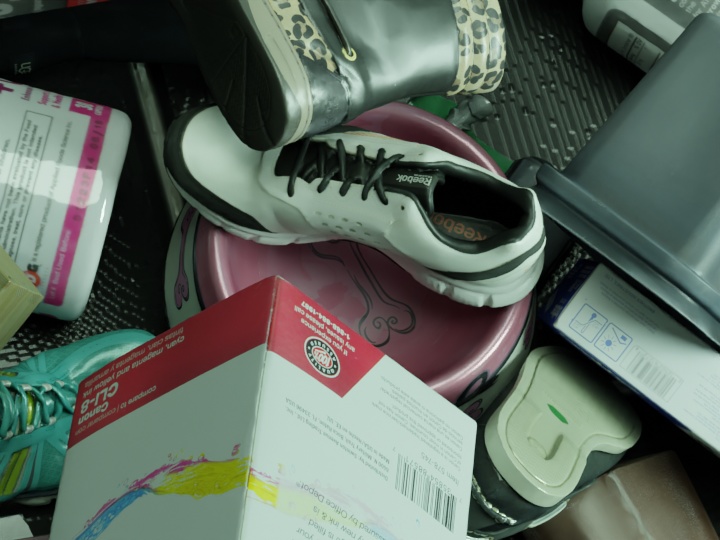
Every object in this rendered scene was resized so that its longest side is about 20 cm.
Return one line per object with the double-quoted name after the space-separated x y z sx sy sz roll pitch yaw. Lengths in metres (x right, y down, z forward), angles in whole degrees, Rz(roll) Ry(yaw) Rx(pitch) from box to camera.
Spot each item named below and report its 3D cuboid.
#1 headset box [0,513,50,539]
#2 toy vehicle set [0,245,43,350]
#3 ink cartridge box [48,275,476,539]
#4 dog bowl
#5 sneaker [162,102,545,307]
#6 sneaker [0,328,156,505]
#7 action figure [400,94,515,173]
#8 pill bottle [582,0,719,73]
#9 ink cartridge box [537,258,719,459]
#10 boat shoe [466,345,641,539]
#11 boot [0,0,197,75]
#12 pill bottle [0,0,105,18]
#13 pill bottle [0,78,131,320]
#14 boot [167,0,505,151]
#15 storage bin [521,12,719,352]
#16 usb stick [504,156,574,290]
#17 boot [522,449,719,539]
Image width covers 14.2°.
-0.172 0.216 1.391 0.148 0.075 0.200 -8 67 -8 "headset box"
-0.252 0.049 1.399 0.200 0.026 0.124 -50 52 8 "toy vehicle set"
-0.050 0.139 1.338 0.145 0.144 0.200 39 41 -31 "ink cartridge box"
0.000 0.000 1.494 0.200 0.074 0.201 3 71 -8 "dog bowl"
0.001 -0.045 1.429 0.199 0.080 0.074 16 72 -2 "sneaker"
-0.180 0.081 1.459 0.200 0.080 0.078 -23 72 -23 "sneaker"
-0.013 -0.036 1.572 0.118 0.055 0.200 41 67 5 "action figure"
0.197 -0.156 1.640 0.200 0.114 0.114 36 63 5 "pill bottle"
0.187 0.070 1.524 0.200 0.094 0.044 37 90 -2 "ink cartridge box"
0.089 0.090 1.490 0.072 0.068 0.200 47 24 6 "boat shoe"
-0.151 -0.199 1.599 0.168 0.076 0.201 -7 74 -12 "boot"
-0.175 -0.189 1.495 0.199 0.114 0.114 -10 68 -9 "pill bottle"
-0.226 -0.052 1.492 0.199 0.113 0.114 15 63 -6 "pill bottle"
-0.022 -0.159 1.441 0.150 0.073 0.200 -11 67 -34 "boot"
0.193 -0.036 1.501 0.145 0.200 0.134 38 93 24 "storage bin"
0.057 0.020 1.567 0.055 0.033 0.200 44 63 -12 "usb stick"
0.205 0.163 1.523 0.186 0.064 0.200 -25 69 -21 "boot"
